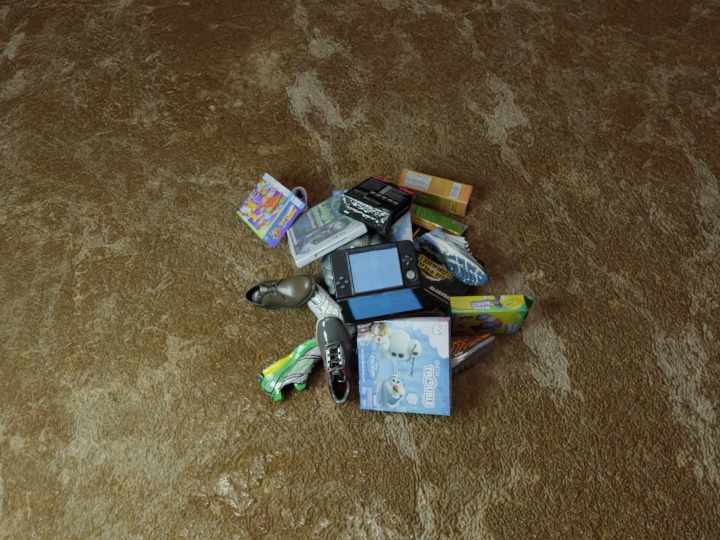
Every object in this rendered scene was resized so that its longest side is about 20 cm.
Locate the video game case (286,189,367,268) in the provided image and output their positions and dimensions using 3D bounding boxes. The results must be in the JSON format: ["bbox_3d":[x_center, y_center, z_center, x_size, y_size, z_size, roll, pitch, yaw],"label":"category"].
[{"bbox_3d":[-0.088,-0.105,1.405,0.180,0.024,0.201,-28,35,2],"label":"video game case"}]

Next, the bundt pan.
[{"bbox_3d":[0.000,0.000,1.388,0.198,0.205,0.076,-1,16,0],"label":"bundt pan"}]

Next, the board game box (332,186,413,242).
[{"bbox_3d":[0.030,-0.113,1.479,0.196,0.044,0.202,-4,64,1],"label":"board game box"}]

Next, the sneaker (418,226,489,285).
[{"bbox_3d":[0.241,-0.045,1.433,0.199,0.078,0.085,38,62,22],"label":"sneaker"}]

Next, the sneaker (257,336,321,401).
[{"bbox_3d":[-0.130,0.222,1.332,0.199,0.078,0.086,-35,69,-10],"label":"sneaker"}]

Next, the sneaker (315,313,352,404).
[{"bbox_3d":[-0.049,0.195,1.275,0.076,0.082,0.203,-12,98,-2],"label":"sneaker"}]

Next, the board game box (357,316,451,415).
[{"bbox_3d":[0.094,0.200,1.253,0.196,0.043,0.204,0,100,15],"label":"board game box"}]

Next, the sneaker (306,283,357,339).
[{"bbox_3d":[-0.082,0.094,1.377,0.075,0.087,0.200,-45,52,-6],"label":"sneaker"}]

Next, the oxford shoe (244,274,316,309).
[{"bbox_3d":[-0.190,0.053,1.374,0.198,0.084,0.074,-17,71,31],"label":"oxford shoe"}]

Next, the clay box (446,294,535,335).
[{"bbox_3d":[0.301,0.106,1.367,0.196,0.116,0.048,-1,57,1],"label":"clay box"}]

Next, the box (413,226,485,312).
[{"bbox_3d":[0.190,-0.003,1.479,0.199,0.050,0.160,32,61,20],"label":"box"}]

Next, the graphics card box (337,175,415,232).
[{"bbox_3d":[0.042,-0.161,1.391,0.124,0.051,0.200,24,27,11],"label":"graphics card box"}]

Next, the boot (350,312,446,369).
[{"bbox_3d":[0.087,0.161,1.325,0.197,0.066,0.166,7,55,30],"label":"boot"}]

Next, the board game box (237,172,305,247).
[{"bbox_3d":[-0.232,-0.159,1.507,0.135,0.045,0.200,-53,38,2],"label":"board game box"}]

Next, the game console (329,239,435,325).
[{"bbox_3d":[0.044,0.021,1.271,0.197,0.119,0.175,-9,84,-9],"label":"game console"}]

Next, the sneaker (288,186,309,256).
[{"bbox_3d":[-0.159,-0.126,1.526,0.071,0.115,0.203,-7,58,-6],"label":"sneaker"}]

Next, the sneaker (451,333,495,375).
[{"bbox_3d":[0.208,0.172,1.348,0.198,0.078,0.112,-24,54,-20],"label":"sneaker"}]

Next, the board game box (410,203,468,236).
[{"bbox_3d":[0.181,-0.134,1.548,0.198,0.030,0.095,27,25,15],"label":"board game box"}]

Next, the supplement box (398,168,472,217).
[{"bbox_3d":[0.201,-0.213,1.604,0.197,0.067,0.069,18,62,13],"label":"supplement box"}]
